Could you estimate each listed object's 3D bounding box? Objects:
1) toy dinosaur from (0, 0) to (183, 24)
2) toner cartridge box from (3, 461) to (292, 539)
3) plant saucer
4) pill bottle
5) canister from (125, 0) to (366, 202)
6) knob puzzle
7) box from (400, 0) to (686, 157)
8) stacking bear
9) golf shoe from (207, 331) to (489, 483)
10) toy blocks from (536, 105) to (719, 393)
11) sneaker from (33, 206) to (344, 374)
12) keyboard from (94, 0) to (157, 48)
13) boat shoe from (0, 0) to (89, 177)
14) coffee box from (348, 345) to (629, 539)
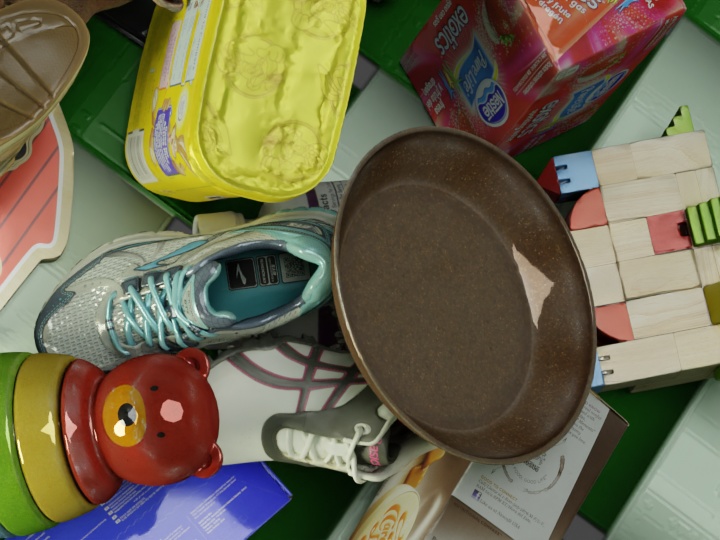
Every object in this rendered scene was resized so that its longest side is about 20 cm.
[{"bbox_3d":[-0.199,-0.190,1.667,0.199,0.136,0.086,7,59,-1],"label":"toy dinosaur"},{"bbox_3d":[-0.145,0.166,1.641,0.200,0.043,0.095,-40,86,-22],"label":"toner cartridge box"},{"bbox_3d":[0.052,0.017,1.581,0.200,0.037,0.201,18,61,-37],"label":"plant saucer"},{"bbox_3d":[0.000,0.000,1.689,0.199,0.112,0.113,-5,75,-7],"label":"pill bottle"},{"bbox_3d":[-0.074,-0.114,1.645,0.086,0.200,0.149,13,86,-17],"label":"canister"},{"bbox_3d":[-0.261,-0.071,1.686,0.219,0.030,0.220,4,73,-14],"label":"knob puzzle"},{"bbox_3d":[0.110,-0.145,1.720,0.100,0.200,0.096,-26,81,-21],"label":"box"},{"bbox_3d":[-0.177,0.094,1.572,0.199,0.114,0.122,-9,75,14],"label":"stacking bear"},{"bbox_3d":[-0.022,0.082,1.611,0.199,0.077,0.088,-14,43,-6],"label":"golf shoe"},{"bbox_3d":[0.166,0.000,1.760,0.136,0.100,0.201,-10,77,-7],"label":"toy blocks"},{"bbox_3d":[-0.099,0.011,1.592,0.199,0.086,0.078,-19,96,8],"label":"sneaker"},{"bbox_3d":[-0.113,-0.187,1.768,0.200,0.040,0.104,35,91,-4],"label":"keyboard"},{"bbox_3d":[-0.238,-0.079,1.635,0.071,0.065,0.200,43,81,6],"label":"boat shoe"},{"bbox_3d":[0.061,0.152,1.657,0.080,0.114,0.200,40,68,-17],"label":"coffee box"}]
